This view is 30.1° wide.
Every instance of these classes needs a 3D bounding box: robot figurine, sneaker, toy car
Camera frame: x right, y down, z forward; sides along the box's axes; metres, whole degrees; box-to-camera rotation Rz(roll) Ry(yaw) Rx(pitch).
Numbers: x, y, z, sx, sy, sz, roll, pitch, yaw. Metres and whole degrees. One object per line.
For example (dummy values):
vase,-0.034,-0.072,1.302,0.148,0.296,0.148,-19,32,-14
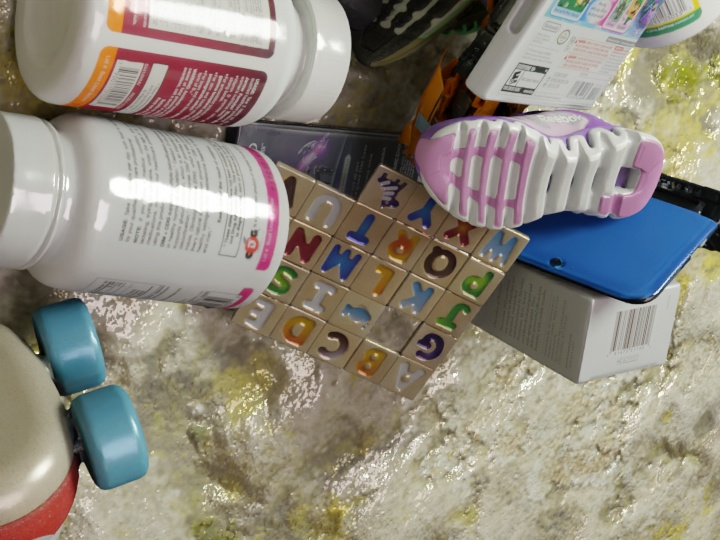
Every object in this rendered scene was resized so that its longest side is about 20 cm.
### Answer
robot figurine,0.104,-0.161,0.993,0.145,0.058,0.201,-29,156,-42
sneaker,0.081,-0.204,1.021,0.200,0.077,0.089,-39,139,-14
toy car,-0.238,0.151,0.874,0.183,0.177,0.201,-18,133,-19
sneaker,0.121,-0.084,0.983,0.199,0.089,0.081,-1,120,-28

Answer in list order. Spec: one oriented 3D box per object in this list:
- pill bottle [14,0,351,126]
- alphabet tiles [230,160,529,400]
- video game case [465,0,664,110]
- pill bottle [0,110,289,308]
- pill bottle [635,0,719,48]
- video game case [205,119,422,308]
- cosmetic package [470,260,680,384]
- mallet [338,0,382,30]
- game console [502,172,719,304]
pill bottle,-0.111,-0.151,0.865,0.199,0.109,0.110,3,107,-39
alphabet tiles,0.000,0.000,0.994,0.199,0.008,0.168,24,116,-21
video game case,0.169,-0.195,0.934,0.200,0.024,0.183,-7,134,-59
pill bottle,-0.156,-0.040,0.877,0.199,0.113,0.114,9,104,-40
pill bottle,0.215,-0.285,1.056,0.113,0.113,0.200,-46,130,-12
video game case,-0.026,-0.041,1.040,0.199,0.019,0.144,1,109,-37
cosmetic package,0.145,0.014,1.075,0.101,0.200,0.072,-7,114,-34
mallet,0.029,-0.219,0.901,0.066,0.199,0.041,19,66,-33
game console,0.192,-0.027,1.071,0.171,0.199,0.119,35,81,-54
